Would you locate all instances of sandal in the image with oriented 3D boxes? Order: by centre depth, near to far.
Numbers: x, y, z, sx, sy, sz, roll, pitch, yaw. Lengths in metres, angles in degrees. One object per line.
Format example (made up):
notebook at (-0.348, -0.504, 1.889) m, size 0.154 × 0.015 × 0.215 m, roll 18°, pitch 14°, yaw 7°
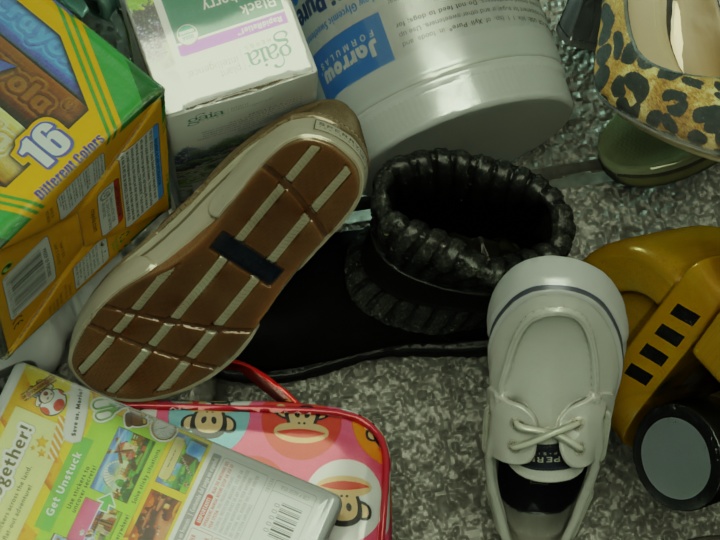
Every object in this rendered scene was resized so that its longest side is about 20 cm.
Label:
sandal at (0.204, -0.125, 1.410) m, size 0.201 × 0.057 × 0.080 m, roll -41°, pitch 35°, yaw 7°

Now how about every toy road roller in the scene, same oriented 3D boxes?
toy road roller at (0.195, 0.017, 1.337) m, size 0.123 × 0.200 × 0.146 m, roll -12°, pitch 54°, yaw -47°

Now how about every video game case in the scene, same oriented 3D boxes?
video game case at (-0.131, 0.168, 1.290) m, size 0.182 × 0.023 × 0.200 m, roll 22°, pitch 76°, yaw 9°

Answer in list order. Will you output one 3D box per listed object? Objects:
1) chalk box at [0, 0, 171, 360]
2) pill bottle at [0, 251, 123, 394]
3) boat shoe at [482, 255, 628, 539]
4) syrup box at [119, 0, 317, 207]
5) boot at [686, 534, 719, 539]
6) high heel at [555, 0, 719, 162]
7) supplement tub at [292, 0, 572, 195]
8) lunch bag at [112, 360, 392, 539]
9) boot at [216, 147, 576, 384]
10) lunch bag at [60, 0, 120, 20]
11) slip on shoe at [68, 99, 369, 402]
chalk box at (-0.205, -0.080, 1.274) m, size 0.200 × 0.125 × 0.124 m, roll 41°, pitch 70°, yaw 15°
pill bottle at (-0.224, 0.019, 1.361) m, size 0.200 × 0.114 × 0.114 m, roll -23°, pitch 77°, yaw -8°
boat shoe at (0.093, 0.076, 1.307) m, size 0.072 × 0.200 × 0.066 m, roll 6°, pitch 49°, yaw -2°
syrup box at (-0.072, -0.097, 1.351) m, size 0.079 × 0.200 × 0.081 m, roll -19°, pitch 77°, yaw -6°
boot at (0.245, 0.227, 1.341) m, size 0.200 × 0.073 × 0.151 m, roll 18°, pitch 75°, yaw -2°
high heel at (0.169, -0.148, 1.333) m, size 0.071 × 0.200 × 0.143 m, roll 5°, pitch 117°, yaw -29°
supplement tub at (0.022, -0.156, 1.398) m, size 0.132 × 0.132 × 0.200 m, roll -18°, pitch 75°, yaw -6°
lunch bag at (-0.082, 0.133, 1.350) m, size 0.200 × 0.082 × 0.176 m, roll 4°, pitch 74°, yaw 0°
boot at (0.000, -0.003, 1.349) m, size 0.211 × 0.158 × 0.079 m, roll -7°, pitch 75°, yaw -4°
lunch bag at (-0.151, -0.247, 1.317) m, size 0.200 × 0.122 × 0.170 m, roll 41°, pitch 74°, yaw -9°
slip on shoe at (-0.071, -0.012, 1.311) m, size 0.076 × 0.061 × 0.200 m, roll 34°, pitch 117°, yaw -17°
